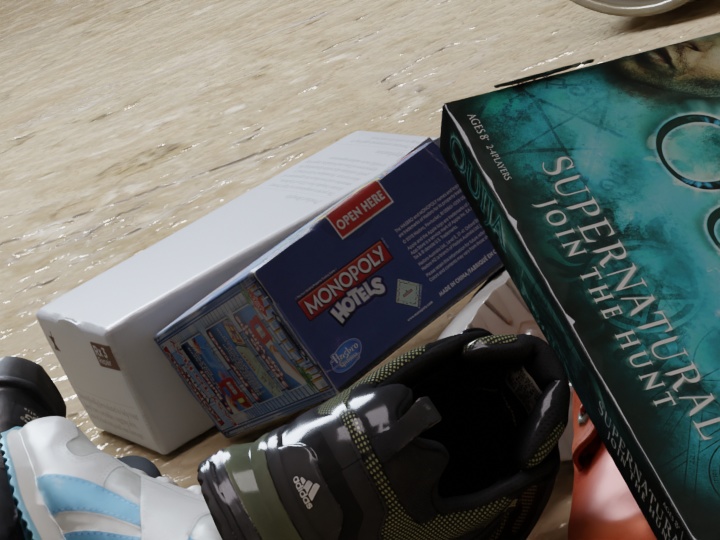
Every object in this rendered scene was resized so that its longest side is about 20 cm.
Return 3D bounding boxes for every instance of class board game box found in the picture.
[{"bbox_3d":[0.125,0.004,0.836,0.135,0.028,0.200,-16,52,-15],"label":"board game box"},{"bbox_3d":[0.000,0.000,1.109,0.200,0.062,0.200,-37,3,-31],"label":"board game box"}]

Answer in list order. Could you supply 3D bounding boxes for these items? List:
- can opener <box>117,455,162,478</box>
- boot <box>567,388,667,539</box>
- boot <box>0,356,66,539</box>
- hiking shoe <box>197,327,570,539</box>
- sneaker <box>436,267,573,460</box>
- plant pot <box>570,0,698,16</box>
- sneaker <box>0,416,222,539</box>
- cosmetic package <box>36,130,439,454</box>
[{"bbox_3d":[-0.098,0.101,1.042,0.066,0.053,0.200,-29,17,-15],"label":"can opener"},{"bbox_3d":[0.096,0.042,0.870,0.075,0.107,0.200,-17,18,16],"label":"boot"},{"bbox_3d":[-0.195,0.139,1.006,0.165,0.066,0.200,-34,31,26],"label":"boot"},{"bbox_3d":[0.035,0.062,0.833,0.101,0.076,0.200,-29,-8,25],"label":"hiking shoe"},{"bbox_3d":[0.066,0.034,1.022,0.080,0.076,0.200,-24,7,34],"label":"sneaker"},{"bbox_3d":[0.212,-0.268,1.613,0.200,0.200,0.173,-8,5,44],"label":"plant pot"},{"bbox_3d":[-0.064,0.109,0.890,0.081,0.077,0.200,-26,38,-18],"label":"sneaker"},{"bbox_3d":[-0.045,0.007,1.244,0.200,0.074,0.102,-31,17,-19],"label":"cosmetic package"}]
